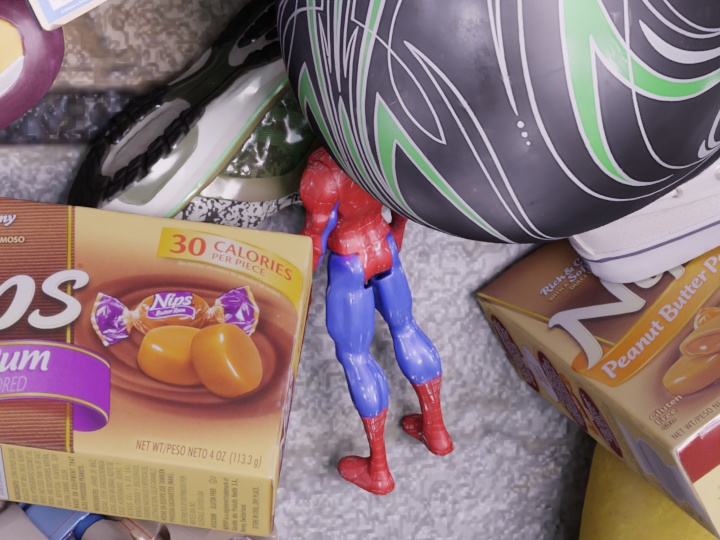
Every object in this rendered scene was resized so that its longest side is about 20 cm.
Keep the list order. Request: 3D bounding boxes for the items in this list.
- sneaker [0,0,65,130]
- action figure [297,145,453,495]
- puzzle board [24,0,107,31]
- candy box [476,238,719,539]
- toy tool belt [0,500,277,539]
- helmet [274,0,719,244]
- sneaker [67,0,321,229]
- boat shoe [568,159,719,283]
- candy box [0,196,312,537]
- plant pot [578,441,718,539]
[{"bbox_3d":[-0.212,-0.069,1.123,0.199,0.090,0.075,-17,104,-13],"label":"sneaker"},{"bbox_3d":[0.000,0.000,1.191,0.065,0.052,0.201,-27,128,-27],"label":"action figure"},{"bbox_3d":[-0.075,-0.207,1.084,0.199,0.017,0.151,-31,110,-16],"label":"puzzle board"},{"bbox_3d":[0.145,0.029,1.188,0.115,0.200,0.055,-34,118,-9],"label":"candy box"},{"bbox_3d":[-0.090,0.135,1.171,0.200,0.123,0.125,-40,145,-6],"label":"toy tool belt"},{"bbox_3d":[0.058,-0.111,1.072,0.190,0.199,0.202,4,99,-48],"label":"helmet"},{"bbox_3d":[-0.031,-0.064,1.199,0.200,0.077,0.089,-38,120,-2],"label":"sneaker"},{"bbox_3d":[0.169,-0.066,1.165,0.199,0.071,0.070,-25,132,18],"label":"boat shoe"},{"bbox_3d":[-0.125,0.034,1.126,0.198,0.057,0.117,8,58,2],"label":"candy box"},{"bbox_3d":[0.177,0.128,1.239,0.199,0.200,0.143,-15,76,-14],"label":"plant pot"}]
